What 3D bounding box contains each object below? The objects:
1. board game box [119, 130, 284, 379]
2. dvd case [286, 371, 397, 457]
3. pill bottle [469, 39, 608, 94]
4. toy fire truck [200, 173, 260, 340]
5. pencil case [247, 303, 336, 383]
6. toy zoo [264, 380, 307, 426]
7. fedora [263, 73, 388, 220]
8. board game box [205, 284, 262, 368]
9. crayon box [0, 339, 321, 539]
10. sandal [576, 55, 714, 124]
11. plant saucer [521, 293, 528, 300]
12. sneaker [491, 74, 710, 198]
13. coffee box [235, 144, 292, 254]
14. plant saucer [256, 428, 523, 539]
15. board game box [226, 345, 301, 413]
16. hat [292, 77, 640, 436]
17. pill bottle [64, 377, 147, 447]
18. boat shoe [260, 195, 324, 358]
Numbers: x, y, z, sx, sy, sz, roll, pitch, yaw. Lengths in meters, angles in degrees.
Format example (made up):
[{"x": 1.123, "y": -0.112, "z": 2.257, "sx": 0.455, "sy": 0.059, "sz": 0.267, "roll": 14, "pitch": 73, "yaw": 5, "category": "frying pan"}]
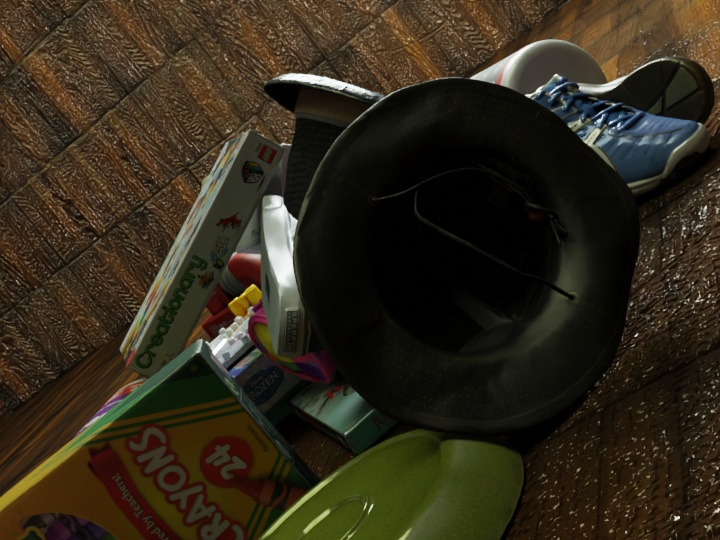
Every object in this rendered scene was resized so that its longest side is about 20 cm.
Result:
[{"x": -0.129, "y": -0.012, "z": 0.880, "sx": 0.200, "sy": 0.035, "sz": 0.126, "roll": -63, "pitch": 14, "yaw": -5, "category": "board game box"}, {"x": 0.022, "y": 0.068, "z": 0.820, "sx": 0.146, "sy": 0.022, "sz": 0.200, "roll": -40, "pitch": 8, "yaw": -11, "category": "dvd case"}, {"x": 0.154, "y": -0.151, "z": 1.110, "sx": 0.116, "sy": 0.116, "sz": 0.200, "roll": -41, "pitch": 8, "yaw": -17, "category": "pill bottle"}, {"x": -0.130, "y": -0.010, "z": 1.247, "sx": 0.176, "sy": 0.200, "sz": 0.129, "roll": -28, "pitch": 14, "yaw": 49, "category": "toy fire truck"}, {"x": 0.000, "y": 0.000, "z": 0.877, "sx": 0.200, "sy": 0.088, "sz": 0.088, "roll": -48, "pitch": 12, "yaw": -24, "category": "pencil case"}, {"x": -0.068, "y": 0.102, "z": 1.009, "sx": 0.200, "sy": 0.020, "sz": 0.131, "roll": -41, "pitch": 9, "yaw": -18, "category": "toy zoo"}, {"x": 0.015, "y": -0.056, "z": 0.727, "sx": 0.201, "sy": 0.200, "sz": 0.092, "roll": -163, "pitch": 94, "yaw": -79, "category": "fedora"}, {"x": -0.153, "y": 0.083, "z": 1.025, "sx": 0.200, "sy": 0.026, "sz": 0.200, "roll": -40, "pitch": 8, "yaw": -11, "category": "board game box"}, {"x": -0.136, "y": 0.154, "z": 0.674, "sx": 0.200, "sy": 0.127, "sz": 0.051, "roll": -39, "pitch": 9, "yaw": 0, "category": "crayon box"}, {"x": 0.215, "y": -0.128, "z": 0.887, "sx": 0.055, "sy": 0.082, "sz": 0.200, "roll": -22, "pitch": 1, "yaw": -27, "category": "sandal"}, {"x": 0.071, "y": 0.009, "z": 0.738, "sx": 0.200, "sy": 0.037, "sz": 0.200, "roll": -30, "pitch": 22, "yaw": 14, "category": "plant saucer"}, {"x": 0.158, "y": -0.100, "z": 0.819, "sx": 0.200, "sy": 0.077, "sz": 0.076, "roll": 5, "pitch": 36, "yaw": 39, "category": "sneaker"}, {"x": -0.001, "y": -0.056, "z": 0.996, "sx": 0.200, "sy": 0.080, "sz": 0.113, "roll": 3, "pitch": -9, "yaw": -27, "category": "coffee box"}, {"x": -0.009, "y": 0.140, "z": 0.549, "sx": 0.200, "sy": 0.031, "sz": 0.200, "roll": -37, "pitch": 9, "yaw": 7, "category": "plant saucer"}, {"x": -0.070, "y": 0.065, "z": 1.002, "sx": 0.199, "sy": 0.041, "sz": 0.200, "roll": -41, "pitch": 9, "yaw": -21, "category": "board game box"}, {"x": 0.052, "y": -0.001, "z": 0.608, "sx": 0.201, "sy": 0.201, "sz": 0.081, "roll": -41, "pitch": -9, "yaw": -22, "category": "hat"}, {"x": -0.169, "y": 0.161, "z": 0.804, "sx": 0.112, "sy": 0.113, "sz": 0.200, "roll": -35, "pitch": 8, "yaw": 16, "category": "pill bottle"}, {"x": -0.035, "y": -0.001, "z": 0.778, "sx": 0.066, "sy": 0.070, "sz": 0.200, "roll": 0, "pitch": 20, "yaw": -9, "category": "boat shoe"}]
